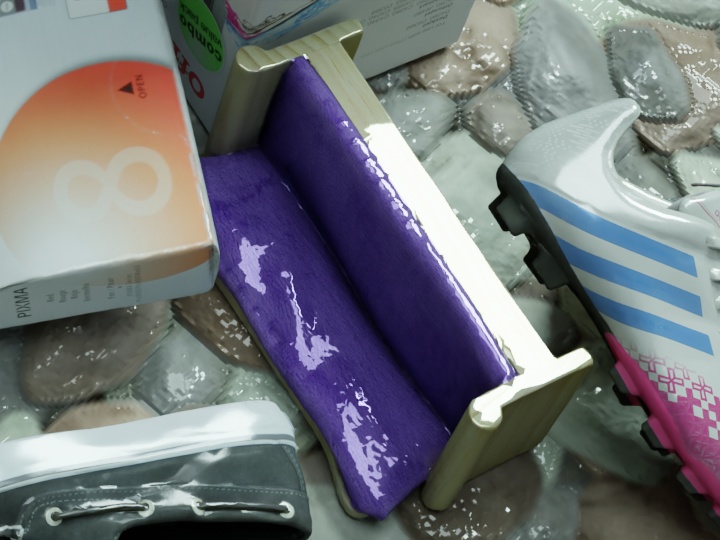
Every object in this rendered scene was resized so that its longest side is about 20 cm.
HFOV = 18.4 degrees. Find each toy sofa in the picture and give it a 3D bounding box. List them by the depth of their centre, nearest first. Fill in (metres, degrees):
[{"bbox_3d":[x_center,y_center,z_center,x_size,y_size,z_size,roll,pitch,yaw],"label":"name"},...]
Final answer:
[{"bbox_3d":[0.000,0.000,0.948,0.097,0.083,0.200,-23,69,-27],"label":"toy sofa"}]

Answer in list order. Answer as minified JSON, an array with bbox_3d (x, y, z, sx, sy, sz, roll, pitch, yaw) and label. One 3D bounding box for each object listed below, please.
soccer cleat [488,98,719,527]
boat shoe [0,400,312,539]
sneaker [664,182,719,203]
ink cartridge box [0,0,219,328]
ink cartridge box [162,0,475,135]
[{"bbox_3d":[0.137,0.018,0.942,0.086,0.070,0.200,-34,99,2],"label":"soccer cleat"},{"bbox_3d":[-0.110,0.099,0.867,0.199,0.069,0.057,-12,65,-25],"label":"boat shoe"},{"bbox_3d":[0.192,-0.015,1.017,0.199,0.075,0.081,-7,62,-19],"label":"sneaker"},{"bbox_3d":[-0.172,-0.054,0.933,0.199,0.050,0.163,-9,63,-12],"label":"ink cartridge box"},{"bbox_3d":[-0.025,-0.188,0.982,0.146,0.200,0.147,-25,69,-26],"label":"ink cartridge box"}]
